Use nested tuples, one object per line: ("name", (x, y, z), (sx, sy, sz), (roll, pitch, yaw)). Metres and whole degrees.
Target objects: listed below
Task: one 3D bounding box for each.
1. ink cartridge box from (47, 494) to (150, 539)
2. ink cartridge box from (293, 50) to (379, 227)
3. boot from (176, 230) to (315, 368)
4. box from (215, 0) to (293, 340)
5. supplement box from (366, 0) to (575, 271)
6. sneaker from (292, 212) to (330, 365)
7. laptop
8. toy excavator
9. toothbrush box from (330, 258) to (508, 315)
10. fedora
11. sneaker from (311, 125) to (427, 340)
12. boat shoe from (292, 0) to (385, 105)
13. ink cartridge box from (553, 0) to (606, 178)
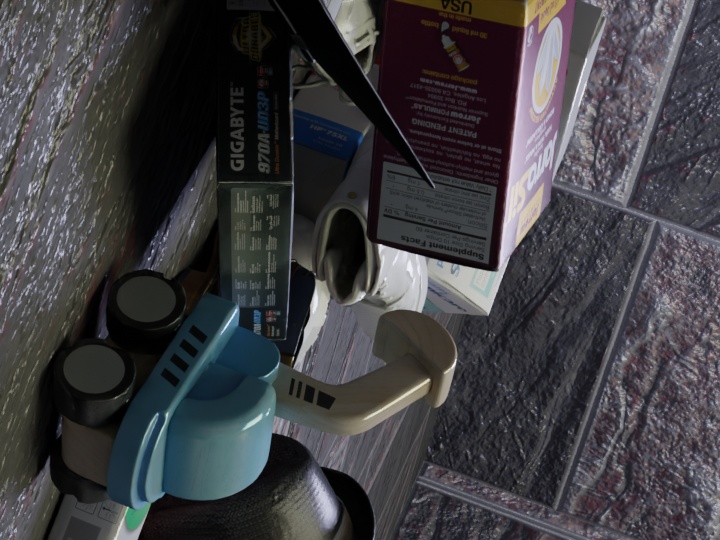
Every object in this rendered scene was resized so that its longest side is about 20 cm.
("ink cartridge box", (-0.155, 0.155, 1.346), (0.200, 0.050, 0.162), (54, 56, -79))
("ink cartridge box", (-0.018, -0.102, 1.604), (0.200, 0.067, 0.117), (-60, 166, -51))
("boot", (-0.069, 0.016, 1.423), (0.200, 0.096, 0.075), (-59, 166, -56))
("box", (-0.065, -0.071, 1.225), (0.200, 0.045, 0.160), (96, -7, -62))
("supplement box", (0.078, -0.122, 1.384), (0.131, 0.102, 0.202), (-50, 150, -56))
("sneaker", (-0.082, 0.052, 1.513), (0.080, 0.076, 0.202), (8, 103, -75))
("laptop", (-0.007, -0.183, 1.077), (0.188, 0.115, 0.201), (55, 51, -53))
("toy excavator", (-0.062, 0.077, 1.194), (0.100, 0.199, 0.195), (103, 14, -46))
("toothbrush box", (0.042, -0.048, 1.701), (0.199, 0.085, 0.148), (0, -116, 53))
("fedora", (-0.092, 0.179, 1.453), (0.201, 0.199, 0.092), (-62, 144, -50))
("sneaker", (0.000, 0.000, 1.513), (0.116, 0.073, 0.201), (-57, 154, -43))
("boat shoe", (-0.017, -0.152, 1.322), (0.202, 0.074, 0.087), (-95, 180, -85))
("ink cartridge box", (0.096, -0.179, 1.738), (0.086, 0.198, 0.148), (-62, 168, -48))
